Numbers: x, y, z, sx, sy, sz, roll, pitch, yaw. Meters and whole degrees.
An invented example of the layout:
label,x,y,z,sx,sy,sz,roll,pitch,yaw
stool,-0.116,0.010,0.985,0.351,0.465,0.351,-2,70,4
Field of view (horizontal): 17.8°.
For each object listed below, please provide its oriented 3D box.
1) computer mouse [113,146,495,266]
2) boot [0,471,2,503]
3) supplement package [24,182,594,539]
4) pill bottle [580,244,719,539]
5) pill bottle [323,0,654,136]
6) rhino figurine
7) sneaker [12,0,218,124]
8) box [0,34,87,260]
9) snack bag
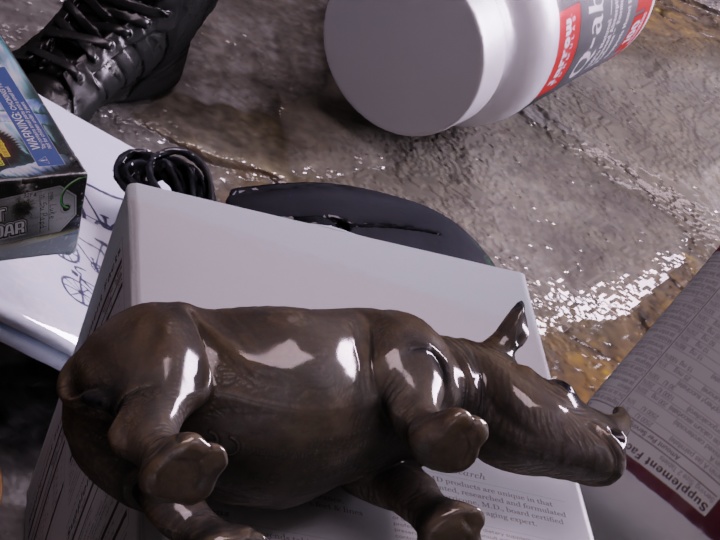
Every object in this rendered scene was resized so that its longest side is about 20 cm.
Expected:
label,x,y,z,sx,sy,sz,roll,pitch,yaw
computer mouse,0.000,0.000,0.987,0.200,0.053,0.139,14,33,-41
boot,-0.173,0.088,0.759,0.073,0.076,0.200,28,30,10
supplement package,-0.024,0.100,0.765,0.151,0.151,0.200,13,33,-15
pill bottle,0.136,0.073,0.860,0.109,0.200,0.110,40,-7,6
pill bottle,0.070,-0.142,1.226,0.116,0.116,0.200,34,33,16
rhino figurine,0.003,0.042,0.668,0.199,0.060,0.087,0,28,-35
sneaker,-0.115,-0.126,1.088,0.060,0.104,0.200,33,32,13
box,-0.200,-0.071,0.849,0.137,0.040,0.200,-8,41,-28
snack bag,-0.119,-0.020,0.938,0.188,0.021,0.200,30,25,-39
